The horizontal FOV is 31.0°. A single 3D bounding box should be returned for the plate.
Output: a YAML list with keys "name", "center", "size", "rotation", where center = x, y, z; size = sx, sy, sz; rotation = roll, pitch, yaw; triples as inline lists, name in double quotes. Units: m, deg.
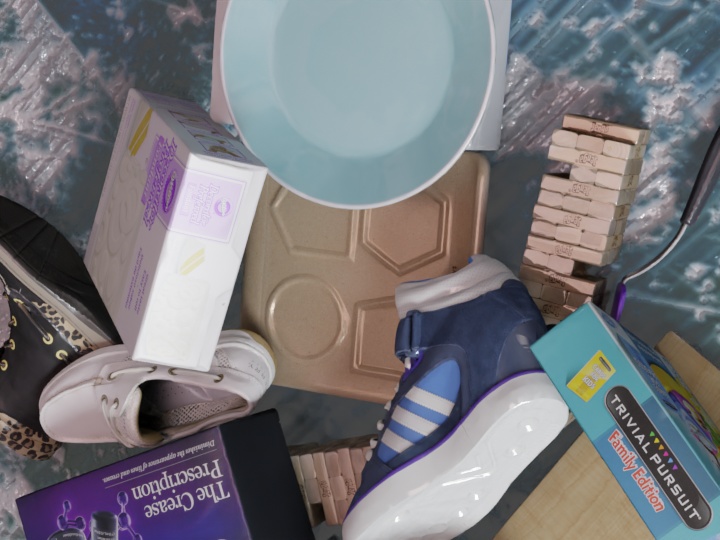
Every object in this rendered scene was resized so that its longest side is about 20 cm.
- name: "plate"
  center: [-0.002, -0.141, 0.855]
  size: [0.199, 0.026, 0.202]
  rotation: [3, 97, 25]

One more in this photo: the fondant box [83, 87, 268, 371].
- name: "fondant box"
  center: [-0.137, -0.036, 0.919]
  size: [0.200, 0.058, 0.145]
  rotation: [42, 117, 61]

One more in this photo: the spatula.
- name: "spatula"
  center: [0.199, -0.020, 0.846]
  size: [0.020, 0.057, 0.201]
  rotation: [31, 100, 4]

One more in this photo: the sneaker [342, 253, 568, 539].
- name: "sneaker"
  center: [0.046, 0.082, 0.853]
  size: [0.200, 0.080, 0.147]
  rotation: [-48, 43, 31]

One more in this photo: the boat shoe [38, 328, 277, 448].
- name: "boat shoe"
  center: [-0.160, 0.097, 0.955]
  size: [0.199, 0.069, 0.071]
  rotation: [-17, 119, 21]

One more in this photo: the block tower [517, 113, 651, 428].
- name: "block tower"
  center: [0.139, -0.001, 0.866]
  size: [0.057, 0.054, 0.201]
  rotation: [15, 101, 23]

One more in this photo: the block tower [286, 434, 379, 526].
- name: "block tower"
  center: [-0.028, 0.155, 0.948]
  size: [0.199, 0.054, 0.058]
  rotation: [-13, 89, 24]

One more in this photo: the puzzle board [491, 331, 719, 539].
- name: "puzzle board"
  center: [0.192, 0.161, 0.840]
  size: [0.200, 0.017, 0.151]
  rotation: [-52, 56, 9]

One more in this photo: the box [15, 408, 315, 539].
- name: "box"
  center: [-0.135, 0.197, 0.921]
  size: [0.199, 0.079, 0.142]
  rotation: [-23, 84, 29]

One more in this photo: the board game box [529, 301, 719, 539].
- name: "board game box"
  center: [0.193, 0.124, 0.749]
  size: [0.047, 0.151, 0.201]
  rotation: [-40, 59, 14]

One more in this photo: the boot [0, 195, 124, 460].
- name: "boot"
  center: [-0.268, 0.049, 1.025]
  size: [0.200, 0.073, 0.150]
  rotation: [43, 115, -12]

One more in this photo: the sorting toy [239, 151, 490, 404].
- name: "sorting toy"
  center: [0.000, 0.000, 0.942]
  size: [0.199, 0.036, 0.187]
  rotation: [8, 99, 28]

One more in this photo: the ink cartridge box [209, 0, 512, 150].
- name: "ink cartridge box"
  center: [-0.001, -0.150, 0.905]
  size: [0.199, 0.068, 0.117]
  rotation: [8, 99, 23]
